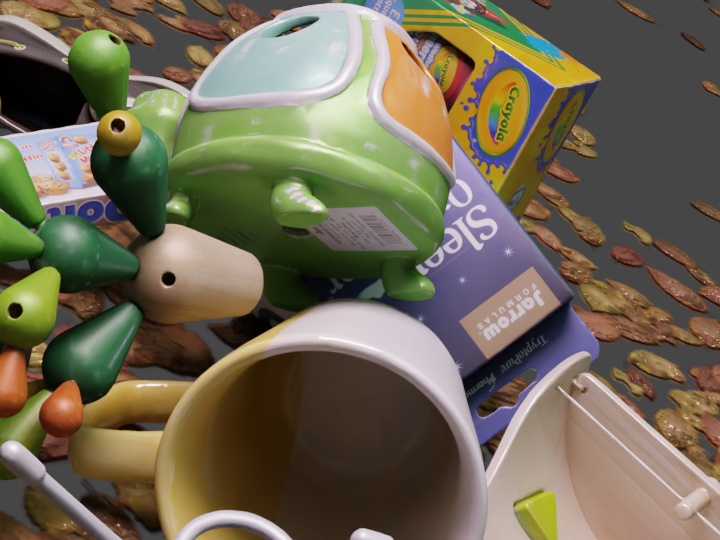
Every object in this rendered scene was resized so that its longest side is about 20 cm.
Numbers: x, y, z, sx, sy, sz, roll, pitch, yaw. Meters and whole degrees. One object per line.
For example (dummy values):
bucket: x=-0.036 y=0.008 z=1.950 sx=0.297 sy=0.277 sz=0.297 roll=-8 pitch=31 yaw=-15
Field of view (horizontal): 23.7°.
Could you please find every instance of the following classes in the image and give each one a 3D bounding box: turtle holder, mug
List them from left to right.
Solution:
turtle holder: x=-0.033 y=-0.059 z=0.890 sx=0.141 sy=0.185 sz=0.132 roll=23 pitch=67 yaw=-27
mug: x=-0.024 y=0.072 z=0.830 sx=0.186 sy=0.150 sz=0.153 roll=35 pitch=16 yaw=-2

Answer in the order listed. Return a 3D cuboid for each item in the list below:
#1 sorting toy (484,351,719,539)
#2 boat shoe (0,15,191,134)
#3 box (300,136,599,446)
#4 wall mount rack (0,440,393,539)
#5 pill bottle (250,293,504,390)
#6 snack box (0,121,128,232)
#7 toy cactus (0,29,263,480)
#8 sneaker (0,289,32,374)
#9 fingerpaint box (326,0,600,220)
sorting toy: x=0.120 y=0.163 z=0.866 sx=0.200 sy=0.107 sz=0.180 roll=42 pitch=36 yaw=20
boat shoe: x=-0.171 y=-0.096 z=1.086 sx=0.201 sy=0.072 sz=0.061 roll=25 pitch=27 yaw=9
box: x=0.031 y=-0.002 z=0.950 sx=0.200 sy=0.121 sz=0.032 roll=53 pitch=-6 yaw=8
wall mount rack: x=-0.066 y=0.150 z=0.663 sx=0.173 sy=0.075 sz=0.200 roll=13 pitch=42 yaw=-15
pill bottle: x=0.000 y=0.000 z=1.023 sx=0.200 sy=0.113 sz=0.113 roll=32 pitch=24 yaw=5
snack box: x=-0.181 y=-0.048 z=0.946 sx=0.200 sy=0.024 sz=0.072 roll=-11 pitch=40 yaw=-24
toy cactus: x=-0.119 y=-0.001 z=0.765 sx=0.102 sy=0.201 sz=0.165 roll=4 pitch=-4 yaw=44
sneaker: x=-0.254 y=0.032 z=0.772 sx=0.200 sy=0.077 sz=0.089 roll=7 pitch=1 yaw=-37
fingerpaint box: x=0.031 y=-0.082 z=1.111 sx=0.167 sy=0.200 sz=0.073 roll=39 pitch=27 yaw=20
